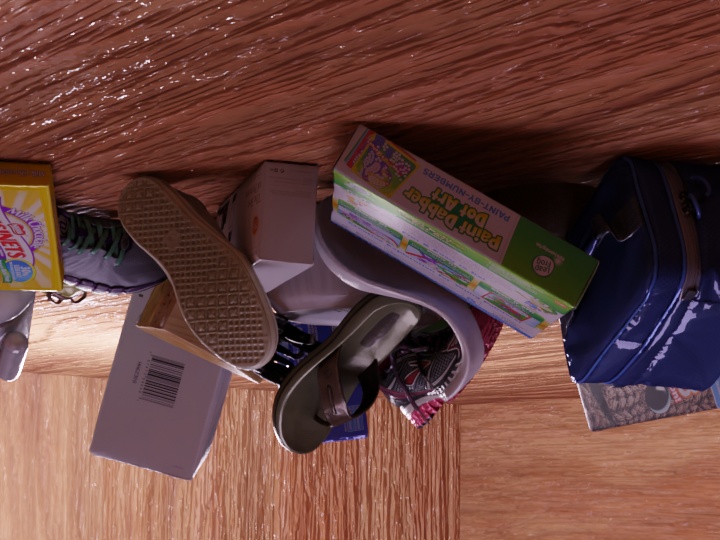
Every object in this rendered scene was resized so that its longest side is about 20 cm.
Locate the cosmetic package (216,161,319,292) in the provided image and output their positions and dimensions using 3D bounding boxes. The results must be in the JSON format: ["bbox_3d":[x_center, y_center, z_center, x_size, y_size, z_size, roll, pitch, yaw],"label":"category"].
[{"bbox_3d":[-0.085,-0.031,1.204,0.050,0.083,0.200,3,170,-16],"label":"cosmetic package"}]

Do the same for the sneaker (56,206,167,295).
[{"bbox_3d":[-0.263,-0.023,1.316,0.199,0.075,0.088,5,165,-19],"label":"sneaker"}]

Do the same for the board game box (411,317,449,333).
[{"bbox_3d":[0.109,0.043,1.424,0.199,0.029,0.135,-30,-177,26],"label":"board game box"}]

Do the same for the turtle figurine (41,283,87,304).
[{"bbox_3d":[-0.323,0.004,1.508,0.199,0.065,0.161,10,167,-44],"label":"turtle figurine"}]

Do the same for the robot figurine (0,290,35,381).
[{"bbox_3d":[-0.387,0.034,1.416,0.113,0.170,0.200,-30,156,-35],"label":"robot figurine"}]

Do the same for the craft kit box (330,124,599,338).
[{"bbox_3d":[0.071,-0.024,1.080,0.199,0.049,0.198,30,174,2],"label":"craft kit box"}]

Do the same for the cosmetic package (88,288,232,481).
[{"bbox_3d":[-0.211,0.115,1.604,0.122,0.201,0.200,16,-178,-2],"label":"cosmetic package"}]

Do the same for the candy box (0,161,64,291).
[{"bbox_3d":[-0.312,-0.035,1.210,0.102,0.027,0.200,0,154,-8],"label":"candy box"}]

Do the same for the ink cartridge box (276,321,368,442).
[{"bbox_3d":[-0.043,0.113,1.511,0.076,0.137,0.200,-6,178,-12],"label":"ink cartridge box"}]

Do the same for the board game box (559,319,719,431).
[{"bbox_3d":[0.297,0.057,1.348,0.096,0.160,0.200,-12,173,-33],"label":"board game box"}]

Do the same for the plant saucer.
[{"bbox_3d":[0.157,-0.006,1.237,0.199,0.037,0.201,0,146,0],"label":"plant saucer"}]

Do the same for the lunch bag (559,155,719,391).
[{"bbox_3d":[0.231,0.002,1.100,0.131,0.136,0.200,2,144,-14],"label":"lunch bag"}]

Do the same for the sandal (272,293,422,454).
[{"bbox_3d":[-0.013,0.099,1.274,0.080,0.057,0.201,12,126,-41],"label":"sandal"}]

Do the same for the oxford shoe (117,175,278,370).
[{"bbox_3d":[-0.126,-0.001,1.154,0.075,0.200,0.058,-46,155,11],"label":"oxford shoe"}]

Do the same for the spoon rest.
[{"bbox_3d":[0.037,0.012,1.195,0.061,0.200,0.099,-41,179,41],"label":"spoon rest"}]

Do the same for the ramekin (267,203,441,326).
[{"bbox_3d":[0.000,0.000,1.350,0.201,0.095,0.202,1,171,0],"label":"ramekin"}]

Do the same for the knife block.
[{"bbox_3d":[-0.117,0.068,1.379,0.175,0.064,0.200,31,169,-18],"label":"knife block"}]

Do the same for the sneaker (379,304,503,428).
[{"bbox_3d":[0.066,0.083,1.301,0.075,0.081,0.200,38,145,0],"label":"sneaker"}]
